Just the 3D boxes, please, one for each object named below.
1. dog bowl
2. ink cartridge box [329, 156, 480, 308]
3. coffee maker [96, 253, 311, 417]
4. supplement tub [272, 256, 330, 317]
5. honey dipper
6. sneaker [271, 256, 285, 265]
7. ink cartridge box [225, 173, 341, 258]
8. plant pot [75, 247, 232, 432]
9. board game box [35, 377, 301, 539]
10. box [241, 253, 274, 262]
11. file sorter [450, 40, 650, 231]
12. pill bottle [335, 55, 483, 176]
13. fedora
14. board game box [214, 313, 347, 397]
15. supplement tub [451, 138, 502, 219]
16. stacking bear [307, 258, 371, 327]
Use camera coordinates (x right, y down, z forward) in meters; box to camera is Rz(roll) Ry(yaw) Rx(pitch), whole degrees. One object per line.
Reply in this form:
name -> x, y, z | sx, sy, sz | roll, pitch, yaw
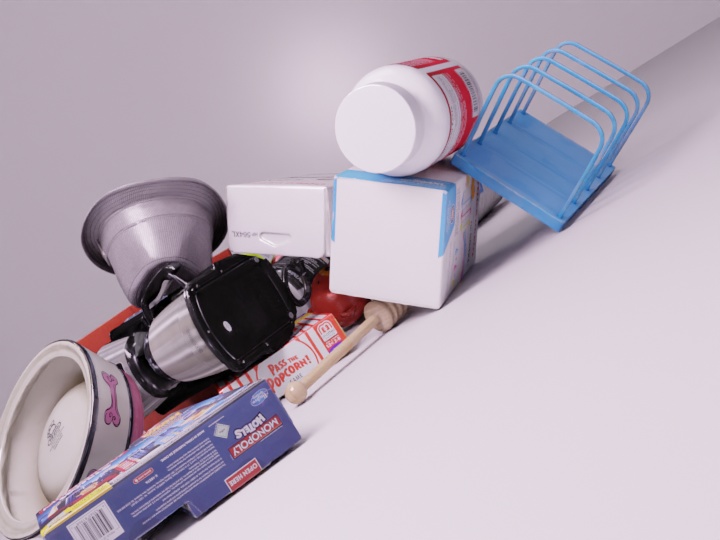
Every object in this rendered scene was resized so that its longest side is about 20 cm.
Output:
dog bowl -> -0.298, 0.177, 0.904 | 0.199, 0.202, 0.074 | -29, -36, 35
ink cartridge box -> 0.059, -0.056, 0.990 | 0.124, 0.130, 0.200 | 8, 20, 18
coffee maker -> -0.177, 0.078, 1.006 | 0.199, 0.136, 0.191 | -29, -19, 36
supplement tub -> -0.060, 0.019, 1.308 | 0.122, 0.123, 0.200 | -27, 6, 44
honey dipper -> -0.011, 0.078, 0.923 | 0.038, 0.038, 0.200 | -27, 10, 46
sneaker -> -0.070, -0.026, 1.443 | 0.199, 0.074, 0.087 | -9, 18, -29
ink cartridge box -> -0.052, -0.074, 1.097 | 0.145, 0.085, 0.200 | 3, 10, 27
plant pot -> -0.252, 0.114, 1.228 | 0.199, 0.177, 0.200 | -29, 5, 40
board game box -> -0.171, 0.175, 0.753 | 0.199, 0.062, 0.200 | -34, 4, -22
box -> -0.218, 0.055, 1.376 | 0.200, 0.048, 0.122 | -44, 17, 38
file sorter -> 0.218, -0.160, 0.974 | 0.200, 0.138, 0.123 | -38, -23, -51
pill bottle -> 0.052, -0.161, 0.923 | 0.112, 0.113, 0.200 | -29, 3, 28
fedora -> -0.234, -0.017, 1.041 | 0.175, 0.091, 0.200 | -9, -25, -20
board game box -> -0.100, 0.111, 1.048 | 0.151, 0.046, 0.200 | -35, 5, -12
supplement tub -> 0.152, -0.131, 1.437 | 0.131, 0.133, 0.200 | -29, 6, 34
stacking bear -> 0.000, 0.000, 1.204 | 0.121, 0.114, 0.200 | 5, 35, 30
